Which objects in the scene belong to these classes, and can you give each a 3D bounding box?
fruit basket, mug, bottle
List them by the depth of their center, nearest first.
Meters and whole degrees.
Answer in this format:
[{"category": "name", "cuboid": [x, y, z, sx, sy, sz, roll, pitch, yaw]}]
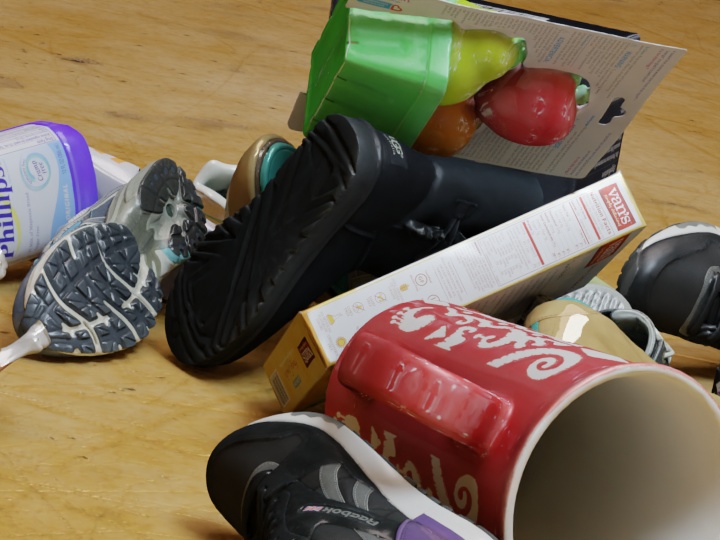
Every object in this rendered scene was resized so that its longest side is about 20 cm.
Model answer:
[{"category": "mug", "cuboid": [0.066, 0.070, 1.280, 0.133, 0.178, 0.200, -36, 27, -17]}, {"category": "fruit basket", "cuboid": [0.071, -0.116, 1.567, 0.198, 0.094, 0.185, 4, -24, -14]}, {"category": "bottle", "cuboid": [-0.257, -0.035, 1.637, 0.065, 0.084, 0.199, 9, 21, 45]}]

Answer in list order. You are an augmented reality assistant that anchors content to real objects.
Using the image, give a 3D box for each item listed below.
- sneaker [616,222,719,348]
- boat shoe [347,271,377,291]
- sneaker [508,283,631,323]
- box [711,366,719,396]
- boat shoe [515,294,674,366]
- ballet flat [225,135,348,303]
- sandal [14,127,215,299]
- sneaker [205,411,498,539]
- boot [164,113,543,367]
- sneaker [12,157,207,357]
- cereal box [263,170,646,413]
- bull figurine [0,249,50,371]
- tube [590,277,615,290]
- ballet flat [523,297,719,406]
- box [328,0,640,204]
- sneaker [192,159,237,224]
[{"category": "sneaker", "cuboid": [0.260, 0.025, 1.722, 0.199, 0.076, 0.087, 11, 18, -38]}, {"category": "boat shoe", "cuboid": [0.085, 0.029, 1.667, 0.200, 0.061, 0.072, 21, -28, -10]}, {"category": "sneaker", "cuboid": [0.066, 0.057, 1.572, 0.199, 0.075, 0.082, -5, -17, -25]}, {"category": "box", "cuboid": [0.312, 0.107, 1.565, 0.142, 0.036, 0.200, 5, 16, -18]}, {"category": "boat shoe", "cuboid": [0.149, 0.059, 1.500, 0.072, 0.071, 0.199, 40, 15, 32]}, {"category": "ballet flat", "cuboid": [-0.053, -0.027, 1.651, 0.063, 0.069, 0.200, 11, -21, 24]}, {"category": "sandal", "cuboid": [-0.158, -0.031, 1.735, 0.206, 0.080, 0.059, 26, 18, 24]}, {"category": "sneaker", "cuboid": [-0.023, 0.121, 1.196, 0.087, 0.076, 0.199, -10, 23, -39]}, {"category": "boot", "cuboid": [0.000, 0.000, 1.565, 0.167, 0.200, 0.077, 18, 35, -41]}, {"category": "sneaker", "cuboid": [-0.165, 0.007, 1.603, 0.086, 0.078, 0.200, -26, 12, 30]}, {"category": "cereal box", "cuboid": [0.050, 0.015, 1.450, 0.199, 0.040, 0.144, -24, -9, -16]}, {"category": "bull figurine", "cuboid": [-0.252, 0.021, 1.425, 0.121, 0.065, 0.200, -29, 33, -12]}, {"category": "tube", "cuboid": [0.075, -0.019, 1.703, 0.199, 0.052, 0.058, 34, 2, -27]}, {"category": "ballet flat", "cuboid": [0.163, 0.091, 1.419, 0.199, 0.069, 0.063, 33, 41, -20]}, {"category": "box", "cuboid": [0.074, -0.084, 1.829, 0.195, 0.202, 0.117, 14, 15, 19]}, {"category": "sneaker", "cuboid": [-0.024, -0.033, 1.763, 0.199, 0.071, 0.080, 4, -27, 19]}]
